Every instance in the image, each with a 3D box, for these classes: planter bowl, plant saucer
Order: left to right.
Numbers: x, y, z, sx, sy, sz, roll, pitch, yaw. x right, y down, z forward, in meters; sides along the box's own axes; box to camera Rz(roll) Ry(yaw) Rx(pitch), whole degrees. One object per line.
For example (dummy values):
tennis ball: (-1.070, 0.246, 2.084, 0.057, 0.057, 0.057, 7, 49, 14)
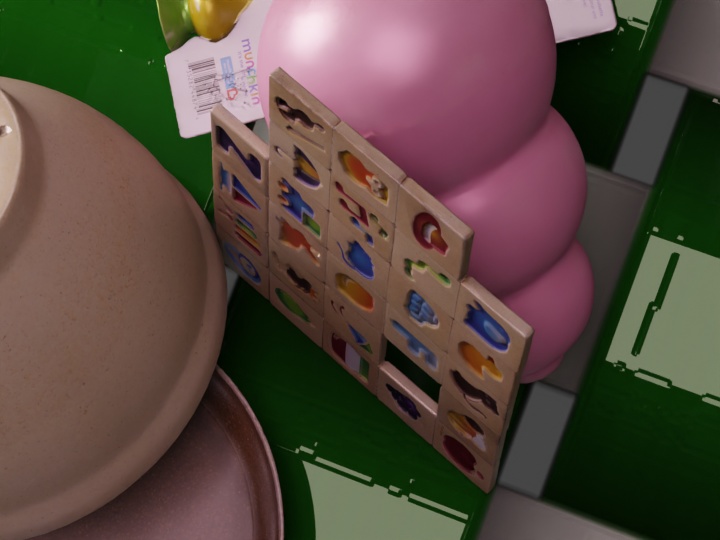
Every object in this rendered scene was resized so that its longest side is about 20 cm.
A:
planter bowl: (-0.170, -0.003, 0.911, 0.198, 0.135, 0.202, -8, 59, 13)
plant saucer: (-0.127, 0.118, 0.963, 0.198, 0.032, 0.202, -2, 79, 11)

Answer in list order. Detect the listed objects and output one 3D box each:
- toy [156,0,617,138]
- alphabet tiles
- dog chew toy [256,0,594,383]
toy: (0.006, -0.134, 0.972, 0.198, 0.047, 0.116, -13, 79, 4)
alphabet tiles: (0.000, 0.000, 0.875, 0.167, 0.200, 0.008, 41, 69, 16)
dog chew toy: (0.038, -0.042, 0.894, 0.124, 0.125, 0.201, -22, 114, 7)
